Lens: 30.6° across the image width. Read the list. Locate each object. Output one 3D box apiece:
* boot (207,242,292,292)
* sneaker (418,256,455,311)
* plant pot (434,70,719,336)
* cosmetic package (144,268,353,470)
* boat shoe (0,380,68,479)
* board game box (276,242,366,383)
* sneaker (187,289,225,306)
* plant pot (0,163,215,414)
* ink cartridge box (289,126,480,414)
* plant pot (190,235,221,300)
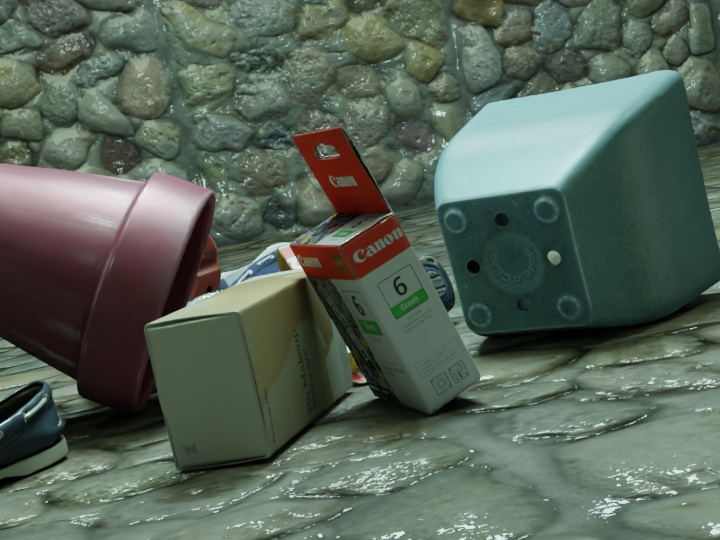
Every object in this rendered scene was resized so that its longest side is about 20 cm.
[{"bbox_3d":[-0.103,0.015,1.685,0.090,0.073,0.200,2,20,34],"label":"boot"},{"bbox_3d":[0.000,0.046,1.236,0.200,0.075,0.087,-13,-12,-43],"label":"sneaker"},{"bbox_3d":[0.169,-0.038,1.116,0.196,0.197,0.200,-7,17,34],"label":"plant pot"},{"bbox_3d":[-0.073,0.064,0.943,0.071,0.105,0.200,-10,7,17],"label":"cosmetic package"},{"bbox_3d":[-0.283,0.127,0.914,0.075,0.062,0.200,-4,9,37],"label":"boat shoe"},{"bbox_3d":[0.004,0.026,1.132,0.095,0.030,0.200,-13,36,-17],"label":"board game box"},{"bbox_3d":[-0.184,0.063,1.269,0.200,0.075,0.115,-18,12,-31],"label":"sneaker"},{"bbox_3d":[-0.236,-0.001,1.097,0.179,0.200,0.200,19,6,-1],"label":"plant pot"},{"bbox_3d":[0.000,0.000,0.927,0.050,0.200,0.109,-33,13,-17],"label":"ink cartridge box"},{"bbox_3d":[-0.284,-0.003,1.625,0.201,0.201,0.195,-15,16,-36],"label":"plant pot"}]
